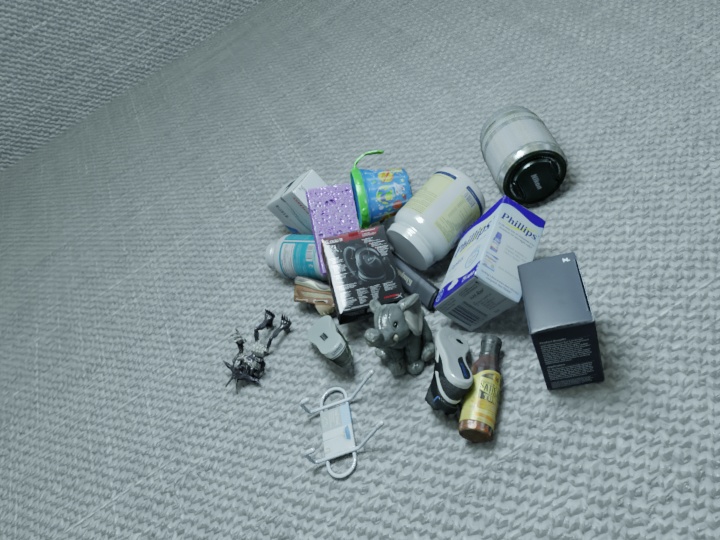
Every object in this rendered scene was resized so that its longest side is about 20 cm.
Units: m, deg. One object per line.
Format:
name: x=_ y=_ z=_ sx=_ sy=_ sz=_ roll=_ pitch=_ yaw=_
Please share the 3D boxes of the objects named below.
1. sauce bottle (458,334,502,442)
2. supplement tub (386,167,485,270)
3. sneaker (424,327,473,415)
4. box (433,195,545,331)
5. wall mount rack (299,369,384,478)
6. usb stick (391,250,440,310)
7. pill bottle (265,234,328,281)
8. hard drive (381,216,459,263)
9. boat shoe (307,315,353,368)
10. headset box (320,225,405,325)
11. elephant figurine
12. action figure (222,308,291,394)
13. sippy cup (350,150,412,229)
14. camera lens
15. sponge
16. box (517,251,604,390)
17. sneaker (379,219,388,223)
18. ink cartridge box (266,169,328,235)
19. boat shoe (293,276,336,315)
sauce bottle: x=0.227 y=0.213 z=1.141 sx=0.065 sy=0.066 sz=0.202 roll=-2 pitch=53 yaw=27
supplement tub: x=0.166 y=-0.114 z=1.370 sx=0.200 sy=0.146 sz=0.144 roll=-46 pitch=45 yaw=-14
sneaker: x=0.159 y=0.198 z=1.190 sx=0.200 sy=0.072 sz=0.113 roll=-78 pitch=11 yaw=-67
box: x=0.254 y=-0.011 z=1.226 sx=0.202 sy=0.104 sz=0.184 roll=-63 pitch=7 yaw=-29
wall mount rack: x=-0.031 y=0.291 z=1.210 sx=0.172 sy=0.075 sz=0.202 roll=-22 pitch=45 yaw=10
usb stick: x=0.108 y=0.017 z=1.385 sx=0.032 sy=0.056 sz=0.200 roll=-6 pitch=34 yaw=-38
pill bottle: x=-0.140 y=-0.034 z=1.532 sx=0.198 sy=0.111 sz=0.112 roll=4 pitch=54 yaw=31
hard drive: x=0.153 y=-0.100 z=1.488 sx=0.131 sy=0.025 sz=0.200 roll=-37 pitch=44 yaw=-5
boat shoe: x=-0.065 y=0.159 z=1.348 sx=0.071 sy=0.064 sz=0.200 roll=-41 pitch=21 yaw=-1
headset box: x=0.000 y=0.000 z=1.356 sx=0.147 sy=0.077 sz=0.202 roll=-13 pitch=67 yaw=-9
elephant figurine: x=0.072 y=0.107 z=1.224 sx=0.141 sy=0.201 sz=0.155 roll=-34 pitch=43 yaw=-3
action figure: x=-0.249 y=0.178 z=1.416 sx=0.118 sy=0.103 sz=0.201 roll=20 pitch=62 yaw=27
sippy cup: x=0.050 y=-0.178 z=1.432 sx=0.128 sy=0.180 sz=0.140 roll=-12 pitch=39 yaw=-4
camera lens: x=0.369 y=-0.263 z=1.413 sx=0.158 sy=0.161 sz=0.202 roll=-22 pitch=44 yaw=10
sponge: x=-0.057 y=-0.098 z=1.442 sx=0.110 sy=0.030 sz=0.203 roll=-10 pitch=83 yaw=-17
box: x=0.351 y=0.092 z=1.079 sx=0.103 sy=0.201 sz=0.149 roll=-14 pitch=46 yaw=17
sneaker: x=0.084 y=-0.194 z=1.558 sx=0.085 sy=0.076 sz=0.201 roll=-7 pitch=38 yaw=19
ink cartridge box: x=-0.134 y=-0.157 z=1.559 sx=0.084 sy=0.145 sz=0.199 roll=-51 pitch=18 yaw=-21
boat shoe: x=-0.072 y=0.071 z=1.441 sx=0.198 sy=0.075 sz=0.073 roll=16 pitch=90 yaw=28
